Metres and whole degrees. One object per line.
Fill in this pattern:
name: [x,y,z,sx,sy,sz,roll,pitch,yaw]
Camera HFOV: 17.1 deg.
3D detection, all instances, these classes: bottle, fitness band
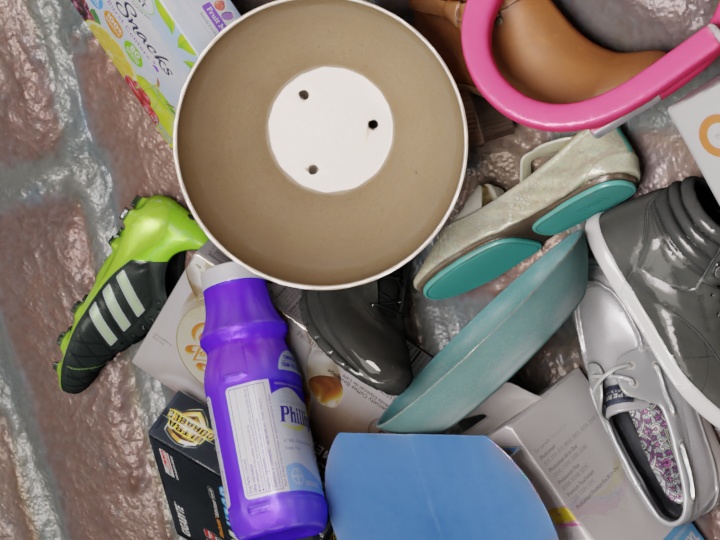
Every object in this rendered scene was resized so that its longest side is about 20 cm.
bottle: [-0.074,0.094,1.711,0.065,0.084,0.200,-15,75,14]
fitness band: [0.163,-0.176,1.599,0.200,0.037,0.144,-33,78,4]

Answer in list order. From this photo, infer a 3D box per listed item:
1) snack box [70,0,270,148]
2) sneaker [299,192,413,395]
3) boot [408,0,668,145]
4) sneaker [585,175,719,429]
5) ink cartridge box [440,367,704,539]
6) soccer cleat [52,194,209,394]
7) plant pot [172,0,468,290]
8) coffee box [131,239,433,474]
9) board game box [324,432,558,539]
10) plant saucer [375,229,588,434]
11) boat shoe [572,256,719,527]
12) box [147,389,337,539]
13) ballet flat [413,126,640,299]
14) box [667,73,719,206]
snack box: [-0.159,-0.203,1.773,0.200,0.053,0.142,55,154,2]
sneaker: [0.000,0.000,1.743,0.091,0.076,0.200,-38,55,21]
boot: [0.119,-0.174,1.658,0.200,0.074,0.155,-10,98,28]
sneaker: [0.249,0.024,1.654,0.099,0.071,0.200,-35,91,30]
ink cartridge box: [0.134,0.177,1.735,0.128,0.125,0.200,-36,87,35]
soccer cleat: [-0.181,0.031,1.899,0.081,0.068,0.200,31,120,1]
plant pot: [-0.025,-0.094,1.678,0.200,0.134,0.201,0,97,2]
coffee box: [-0.055,0.070,1.812,0.200,0.080,0.114,35,118,4]
board game box: [0.067,0.176,1.675,0.200,0.039,0.158,-2,113,41]
plant saucer: [0.094,0.052,1.675,0.036,0.200,0.200,47,123,-2]
boat shoe: [0.195,0.089,1.705,0.072,0.068,0.200,-16,96,33]
box: [-0.077,0.186,1.841,0.159,0.046,0.200,29,156,16]
ballet flat: [0.116,-0.046,1.719,0.200,0.067,0.062,-30,64,29]
box: [0.314,-0.057,1.574,0.124,0.097,0.200,-27,93,33]
